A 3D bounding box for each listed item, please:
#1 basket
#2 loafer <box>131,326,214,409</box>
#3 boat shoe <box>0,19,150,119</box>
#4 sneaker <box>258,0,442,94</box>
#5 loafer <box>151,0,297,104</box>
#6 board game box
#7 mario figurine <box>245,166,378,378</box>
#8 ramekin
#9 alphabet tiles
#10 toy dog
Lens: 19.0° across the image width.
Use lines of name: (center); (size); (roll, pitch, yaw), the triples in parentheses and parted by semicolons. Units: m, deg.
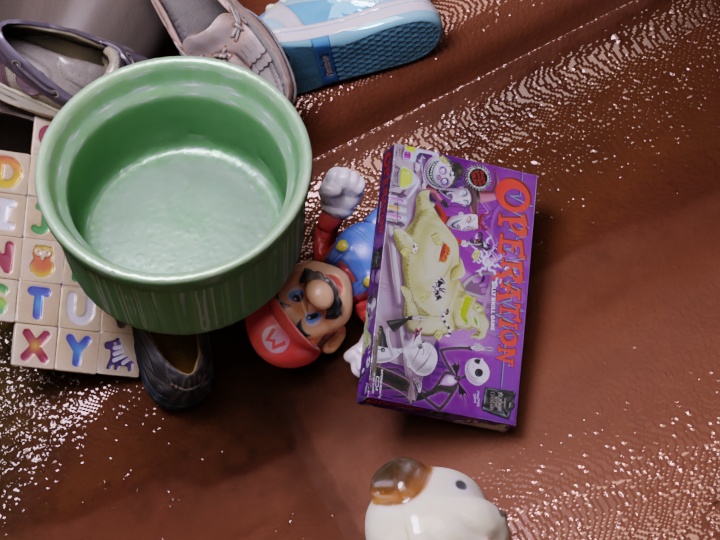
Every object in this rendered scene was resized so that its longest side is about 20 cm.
basket: (-0.237, -0.188, 1.771); (0.180, 0.136, 0.200); (8, 66, 28)
loafer: (-0.156, 0.004, 1.644); (0.073, 0.072, 0.200); (-20, 80, -17)
boat shoe: (-0.198, -0.144, 1.666); (0.200, 0.065, 0.072); (19, 67, -13)
sneaker: (-0.042, -0.222, 1.782); (0.200, 0.080, 0.131); (-11, 61, -6)
loafer: (-0.128, -0.198, 1.691); (0.072, 0.063, 0.200); (-36, 89, 17)
board game box: (0.066, 0.012, 1.609); (0.120, 0.032, 0.200); (13, 70, -20)
mario figurine: (0.000, 0.000, 1.630); (0.200, 0.106, 0.123); (-38, 49, -15)
ramekin: (-0.132, -0.050, 1.578); (0.200, 0.098, 0.200); (-1, 57, 1)
alphabet tiles: (-0.213, -0.020, 1.676); (0.166, 0.006, 0.200); (7, 79, -16)
toy dog: (0.033, 0.233, 1.495); (0.194, 0.140, 0.200); (-1, 55, 53)
